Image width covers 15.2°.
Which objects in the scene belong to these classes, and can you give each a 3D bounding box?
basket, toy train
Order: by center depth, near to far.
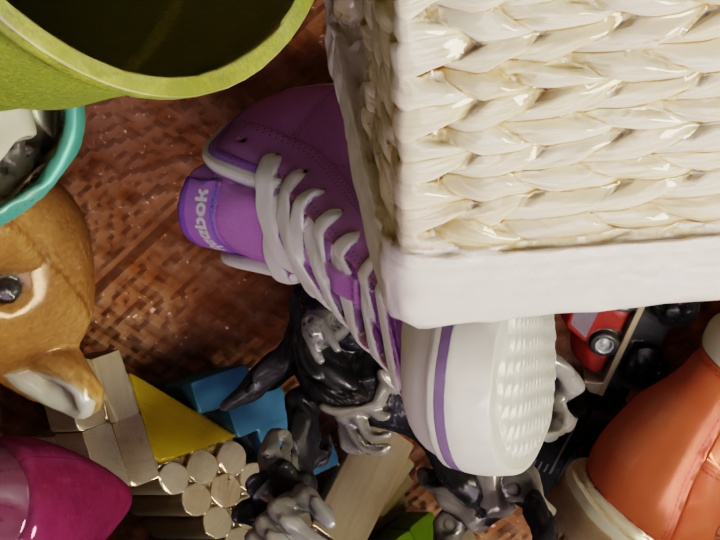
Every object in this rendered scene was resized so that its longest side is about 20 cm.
[{"bbox_3d":[0.087,-0.108,0.720,0.200,0.198,0.161,-7,125,-2],"label":"basket"},{"bbox_3d":[0.090,0.009,0.919,0.046,0.034,0.200,17,126,-7],"label":"toy train"}]

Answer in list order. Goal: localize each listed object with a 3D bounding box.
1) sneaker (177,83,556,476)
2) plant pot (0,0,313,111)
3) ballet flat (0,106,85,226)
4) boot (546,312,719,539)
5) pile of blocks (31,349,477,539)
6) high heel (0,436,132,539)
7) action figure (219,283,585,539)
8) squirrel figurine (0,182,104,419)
[{"bbox_3d":[0.000,0.001,0.792,0.114,0.201,0.073,-4,116,6],"label":"sneaker"},{"bbox_3d":[-0.140,-0.116,0.653,0.193,0.201,0.200,-14,133,31],"label":"plant pot"},{"bbox_3d":[-0.161,-0.021,0.726,0.200,0.067,0.070,-24,180,-27],"label":"ballet flat"},{"bbox_3d":[0.169,0.074,0.946,0.200,0.075,0.107,16,115,-39],"label":"boot"},{"bbox_3d":[-0.035,0.082,0.953,0.200,0.082,0.062,39,158,-22],"label":"pile of blocks"},{"bbox_3d":[-0.153,0.128,0.826,0.096,0.067,0.200,12,131,-48],"label":"high heel"},{"bbox_3d":[0.025,0.061,0.854,0.119,0.102,0.200,-35,86,12],"label":"action figure"},{"bbox_3d":[-0.175,0.026,0.852,0.186,0.142,0.200,-14,144,-9],"label":"squirrel figurine"}]
